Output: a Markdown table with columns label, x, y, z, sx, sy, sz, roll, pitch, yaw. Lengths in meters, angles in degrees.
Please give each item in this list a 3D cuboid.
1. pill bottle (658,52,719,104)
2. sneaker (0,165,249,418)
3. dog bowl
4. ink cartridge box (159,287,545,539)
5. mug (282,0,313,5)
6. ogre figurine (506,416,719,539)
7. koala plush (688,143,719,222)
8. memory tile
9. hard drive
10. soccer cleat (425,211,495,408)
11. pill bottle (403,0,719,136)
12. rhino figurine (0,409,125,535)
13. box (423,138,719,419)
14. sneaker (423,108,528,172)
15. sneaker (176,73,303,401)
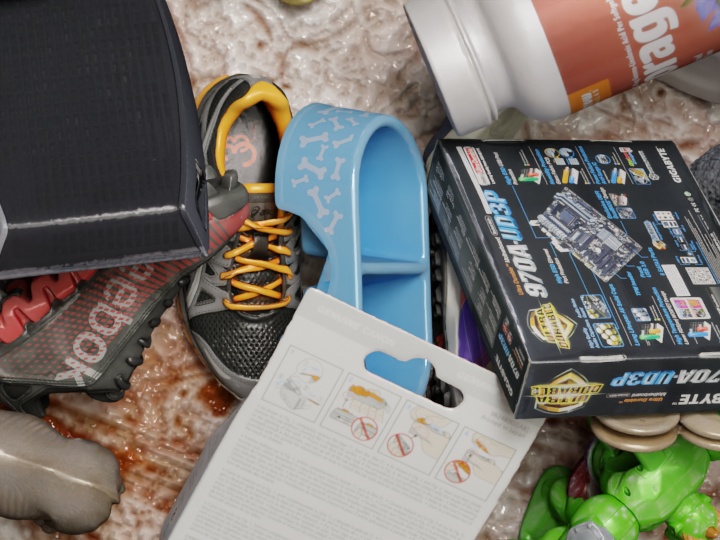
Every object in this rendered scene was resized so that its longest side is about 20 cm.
| label | x | y | z | sx | sy | sz | roll | pitch | yaw |
| --- | --- | --- | --- | --- | --- | --- | --- | --- | --- |
| pill bottle | 0.249 | -0.214 | 1.423 | 0.113 | 0.113 | 0.200 | 32 | 77 | -10 |
| sneaker | -0.140 | 0.018 | 1.296 | 0.200 | 0.071 | 0.098 | -31 | 103 | 7 |
| dog bowl | 0.000 | 0.000 | 1.327 | 0.049 | 0.111 | 0.200 | -2 | 89 | 29 |
| ink cartridge box | -0.005 | 0.116 | 1.303 | 0.160 | 0.047 | 0.200 | 25 | 110 | -10 |
| mug | -0.071 | -0.270 | 1.349 | 0.149 | 0.187 | 0.153 | 28 | 65 | 22 |
| ogre figurine | 0.162 | 0.127 | 1.358 | 0.200 | 0.120 | 0.098 | -22 | 90 | -16 |
| koala plush | 0.316 | -0.079 | 1.402 | 0.184 | 0.177 | 0.200 | 30 | 81 | 0 |
| memory tile | 0.194 | 0.050 | 1.343 | 0.153 | 0.200 | 0.017 | 1 | 117 | -8 |
| hard drive | -0.158 | -0.088 | 1.259 | 0.135 | 0.042 | 0.200 | -6 | 53 | -8 |
| soccer cleat | 0.078 | 0.059 | 1.371 | 0.073 | 0.068 | 0.200 | 0 | 80 | -12 |
| pill bottle | 0.132 | -0.154 | 1.302 | 0.200 | 0.112 | 0.112 | -23 | 90 | 3 |
| rhino figurine | -0.225 | 0.100 | 1.272 | 0.200 | 0.087 | 0.060 | 21 | 78 | -12 |
| box | 0.139 | 0.000 | 1.310 | 0.159 | 0.046 | 0.200 | -1 | 41 | -18 |
| sneaker | 0.086 | -0.150 | 1.401 | 0.084 | 0.075 | 0.200 | 35 | 81 | 12 |
| sneaker | -0.067 | -0.022 | 1.335 | 0.078 | 0.077 | 0.200 | -5 | 86 | -17 |
